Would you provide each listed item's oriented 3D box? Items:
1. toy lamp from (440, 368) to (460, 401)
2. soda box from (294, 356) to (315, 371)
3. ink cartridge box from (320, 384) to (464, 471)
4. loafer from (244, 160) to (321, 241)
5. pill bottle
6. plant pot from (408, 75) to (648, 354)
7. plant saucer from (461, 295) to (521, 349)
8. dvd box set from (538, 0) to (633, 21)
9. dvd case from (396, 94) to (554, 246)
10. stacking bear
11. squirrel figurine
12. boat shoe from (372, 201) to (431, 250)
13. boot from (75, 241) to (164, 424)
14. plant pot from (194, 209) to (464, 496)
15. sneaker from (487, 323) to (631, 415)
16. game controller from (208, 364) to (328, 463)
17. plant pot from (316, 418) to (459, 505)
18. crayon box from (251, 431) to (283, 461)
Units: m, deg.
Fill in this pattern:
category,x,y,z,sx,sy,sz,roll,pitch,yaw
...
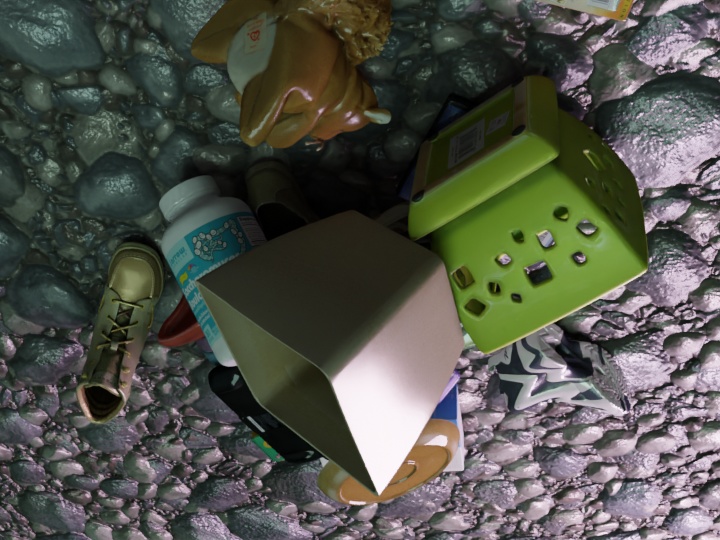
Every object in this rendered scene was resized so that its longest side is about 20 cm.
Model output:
category,x,y,z,sx,sy,sz,roll,pitch,yaw
toy lamp,0.041,0.183,1.347,0.199,0.058,0.058,-35,124,3
soda box,-0.034,0.092,1.235,0.068,0.200,0.064,3,109,4
ink cartridge box,0.040,0.222,1.435,0.198,0.068,0.117,-4,131,8
loafer,-0.077,-0.036,1.216,0.076,0.068,0.200,-21,126,23
pill bottle,-0.150,-0.003,1.151,0.111,0.111,0.201,-37,76,32
plant pot,0.160,-0.069,1.058,0.198,0.201,0.182,-30,114,25
plant saucer,0.117,0.061,1.259,0.199,0.051,0.200,-15,166,-4
dvd box set,0.178,-0.323,0.960,0.198,0.030,0.147,11,131,-4
dvd case,0.158,-0.105,1.166,0.199,0.018,0.143,21,129,-12
stacking bear,-0.131,0.093,1.286,0.113,0.122,0.200,-12,133,46
squirrel figurine,-0.031,-0.204,0.998,0.200,0.142,0.186,-50,145,16
boat shoe,0.000,0.000,1.197,0.199,0.065,0.072,-35,142,1
boot,-0.300,0.078,1.280,0.072,0.156,0.201,17,131,-10
plant pot,-0.010,0.061,1.022,0.199,0.177,0.201,31,153,39
sneaker,0.249,0.146,1.348,0.198,0.080,0.129,26,141,-31
game controller,-0.099,0.174,1.269,0.104,0.042,0.200,-10,134,34
plant pot,0.042,0.256,1.344,0.199,0.028,0.201,-17,148,-11
crayon box,-0.043,0.161,1.355,0.199,0.119,0.058,-24,126,24
